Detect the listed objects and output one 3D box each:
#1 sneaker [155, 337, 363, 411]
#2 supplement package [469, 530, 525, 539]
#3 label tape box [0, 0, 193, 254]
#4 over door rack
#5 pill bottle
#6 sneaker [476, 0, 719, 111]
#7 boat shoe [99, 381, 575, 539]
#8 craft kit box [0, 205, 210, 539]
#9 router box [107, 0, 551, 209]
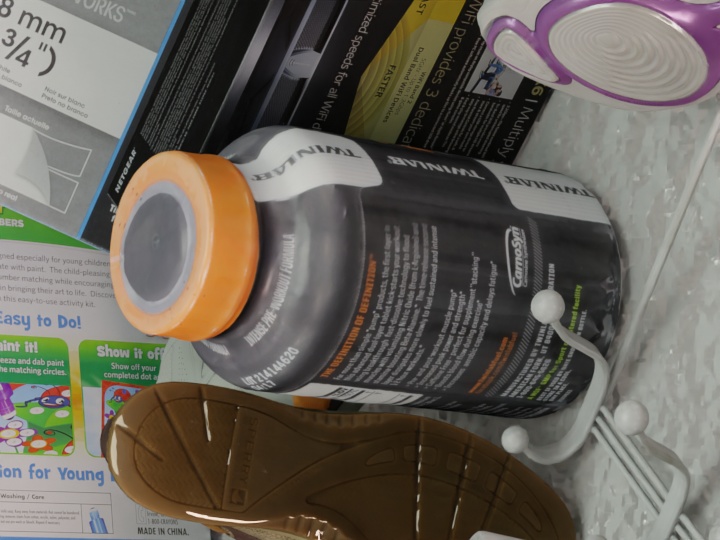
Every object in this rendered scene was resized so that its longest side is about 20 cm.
[{"bbox_3d":[-0.048,0.064,1.222,0.200,0.075,0.092,-166,97,-75],"label":"sneaker"},{"bbox_3d":[0.101,0.183,0.923,0.120,0.199,0.122,-50,39,35],"label":"supplement package"},{"bbox_3d":[-0.108,-0.114,1.275,0.063,0.144,0.201,-48,-18,-87],"label":"label tape box"},{"bbox_3d":[0.134,0.036,1.028,0.200,0.066,0.148,-61,43,26],"label":"over door rack"},{"bbox_3d":[0.000,0.000,1.099,0.106,0.199,0.107,-13,74,50],"label":"pill bottle"},{"bbox_3d":[0.138,-0.122,1.024,0.199,0.075,0.100,-16,40,27],"label":"sneaker"},{"bbox_3d":[-0.011,0.092,1.123,0.072,0.199,0.072,158,124,-74],"label":"boat shoe"},{"bbox_3d":[-0.173,0.049,1.316,0.048,0.199,0.198,-27,63,56],"label":"craft kit box"},{"bbox_3d":[0.005,-0.091,1.144,0.052,0.157,0.200,51,122,44],"label":"router box"}]
